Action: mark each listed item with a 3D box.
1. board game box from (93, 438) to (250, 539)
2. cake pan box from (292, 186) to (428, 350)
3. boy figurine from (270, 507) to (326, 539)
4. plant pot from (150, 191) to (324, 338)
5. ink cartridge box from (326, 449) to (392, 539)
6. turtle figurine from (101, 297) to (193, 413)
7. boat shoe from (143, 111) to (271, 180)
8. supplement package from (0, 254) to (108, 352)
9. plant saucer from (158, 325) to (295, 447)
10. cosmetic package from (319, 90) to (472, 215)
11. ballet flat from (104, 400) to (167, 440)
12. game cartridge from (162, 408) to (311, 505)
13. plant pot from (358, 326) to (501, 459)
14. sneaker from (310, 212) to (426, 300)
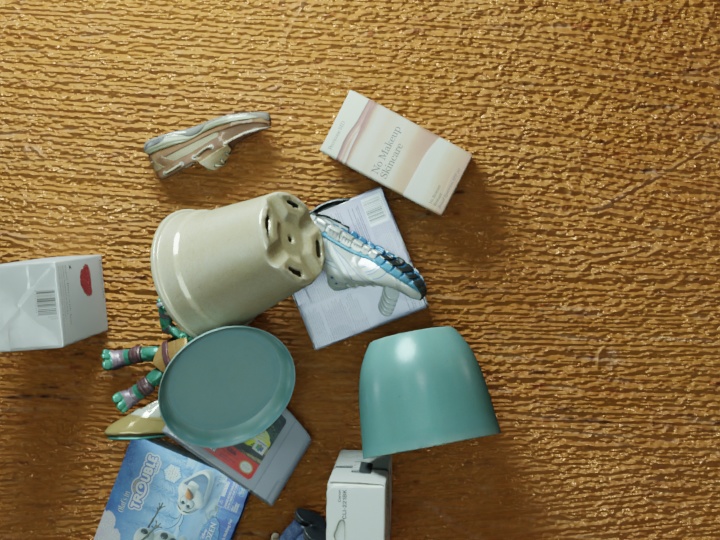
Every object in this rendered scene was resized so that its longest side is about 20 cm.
[{"bbox_3d":[-0.286,0.373,1.746,0.197,0.043,0.202,21,95,4],"label":"board game box"},{"bbox_3d":[-0.018,-0.006,1.697,0.183,0.052,0.201,-23,92,4],"label":"cake pan box"},{"bbox_3d":[-0.121,0.455,1.710,0.064,0.124,0.201,24,107,-35],"label":"boy figurine"},{"bbox_3d":[-0.157,-0.019,1.601,0.183,0.200,0.202,-21,92,33],"label":"plant pot"},{"bbox_3d":[0.000,0.350,1.642,0.083,0.200,0.146,1,94,5],"label":"ink cartridge box"},{"bbox_3d":[-0.284,0.128,1.700,0.199,0.101,0.151,-26,58,19],"label":"turtle figurine"},{"bbox_3d":[-0.219,-0.184,1.695,0.198,0.076,0.072,-15,96,15],"label":"boat shoe"},{"bbox_3d":[-0.454,0.044,1.660,0.119,0.200,0.123,-5,94,6],"label":"supplement package"},{"bbox_3d":[-0.190,0.160,1.619,0.198,0.027,0.202,-11,122,-19],"label":"plant saucer"},{"bbox_3d":[0.053,-0.169,1.661,0.199,0.087,0.104,27,96,3],"label":"cosmetic package"},{"bbox_3d":[-0.281,0.221,1.715,0.198,0.069,0.064,3,85,-17],"label":"ballet flat"},{"bbox_3d":[-0.175,0.236,1.694,0.199,0.041,0.134,36,68,-13],"label":"game cartridge"},{"bbox_3d":[0.087,0.170,1.633,0.199,0.201,0.163,-11,80,5],"label":"plant pot"},{"bbox_3d":[0.000,0.000,1.643,0.199,0.075,0.087,30,102,11],"label":"sneaker"}]
